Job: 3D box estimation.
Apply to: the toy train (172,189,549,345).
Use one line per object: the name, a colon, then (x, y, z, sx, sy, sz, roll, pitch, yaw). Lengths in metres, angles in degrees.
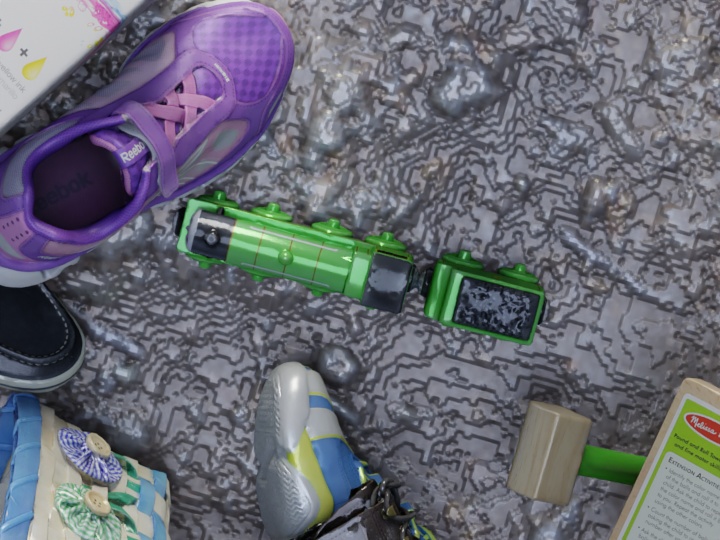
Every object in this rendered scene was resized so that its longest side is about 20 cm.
toy train: (0.000, 0.000, 1.447, 0.199, 0.056, 0.042, 14, 98, -1)

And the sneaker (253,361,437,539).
sneaker: (0.007, 0.139, 1.469, 0.105, 0.076, 0.201, -10, 100, -14)

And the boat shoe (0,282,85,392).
boat shoe: (-0.216, -0.016, 1.436, 0.200, 0.062, 0.075, 45, 53, -3)

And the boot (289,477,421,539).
boot: (0.045, 0.181, 1.397, 0.200, 0.069, 0.174, -27, 90, 0)

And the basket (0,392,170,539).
basket: (-0.195, 0.138, 1.414, 0.200, 0.176, 0.139, 13, 119, -15)

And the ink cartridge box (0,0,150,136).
ink cartridge box: (-0.172, -0.152, 1.370, 0.200, 0.125, 0.129, -44, 97, -17)

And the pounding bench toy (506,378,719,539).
pounding bench toy: (0.189, 0.123, 1.424, 0.200, 0.156, 0.124, 28, 100, 28)

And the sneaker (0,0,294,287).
sneaker: (-0.108, -0.065, 1.403, 0.200, 0.088, 0.081, -38, 96, -17)
